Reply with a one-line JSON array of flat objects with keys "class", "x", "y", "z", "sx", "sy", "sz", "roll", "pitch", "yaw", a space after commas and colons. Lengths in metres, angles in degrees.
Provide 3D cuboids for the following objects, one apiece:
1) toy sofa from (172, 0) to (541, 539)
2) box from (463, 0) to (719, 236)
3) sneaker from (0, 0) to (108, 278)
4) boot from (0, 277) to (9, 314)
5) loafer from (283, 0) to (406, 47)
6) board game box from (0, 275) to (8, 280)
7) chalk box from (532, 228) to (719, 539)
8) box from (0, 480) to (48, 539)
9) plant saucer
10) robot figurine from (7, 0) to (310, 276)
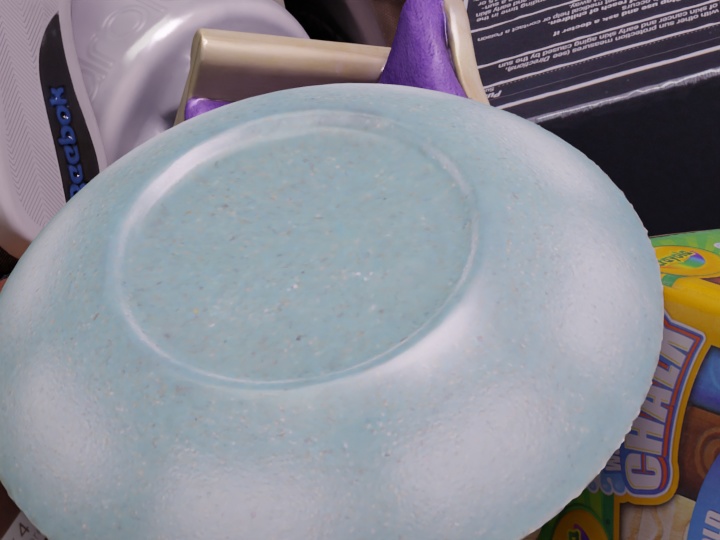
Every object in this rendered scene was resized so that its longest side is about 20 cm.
[{"class": "toy sofa", "x": 0.000, "y": 0.000, "z": 0.807, "sx": 0.083, "sy": 0.098, "sz": 0.200, "roll": 3, "pitch": 43, "yaw": -20}, {"class": "box", "x": 0.136, "y": -0.068, "z": 0.965, "sx": 0.199, "sy": 0.123, "sz": 0.199, "roll": -14, "pitch": 29, "yaw": 16}, {"class": "sneaker", "x": -0.157, "y": -0.092, "z": 0.940, "sx": 0.112, "sy": 0.201, "sz": 0.073, "roll": -16, "pitch": -14, "yaw": 41}, {"class": "boot", "x": -0.164, "y": 0.025, "z": 0.881, "sx": 0.199, "sy": 0.069, "sz": 0.188, "roll": 2, "pitch": 8, "yaw": 16}, {"class": "loafer", "x": 0.008, "y": -0.117, "z": 1.033, "sx": 0.071, "sy": 0.200, "sz": 0.073, "roll": -38, "pitch": 41, "yaw": -14}, {"class": "board game box", "x": -0.135, "y": 0.029, "z": 1.019, "sx": 0.199, "sy": 0.041, "sz": 0.200, "roll": 17, "pitch": 45, "yaw": 35}, {"class": "chalk box", "x": 0.131, "y": 0.058, "z": 0.788, "sx": 0.200, "sy": 0.124, "sz": 0.125, "roll": 20, "pitch": 19, "yaw": 37}, {"class": "box", "x": -0.169, "y": 0.109, "z": 0.825, "sx": 0.200, "sy": 0.075, "sz": 0.100, "roll": 1, "pitch": 51, "yaw": 54}, {"class": "plant saucer", "x": -0.015, "y": 0.005, "z": 0.735, "sx": 0.200, "sy": 0.039, "sz": 0.201, "roll": -6, "pitch": 46, "yaw": 6}, {"class": "robot figurine", "x": -0.092, "y": -0.070, "z": 1.007, "sx": 0.200, "sy": 0.113, "sz": 0.170, "roll": 27, "pitch": 85, "yaw": 43}]
